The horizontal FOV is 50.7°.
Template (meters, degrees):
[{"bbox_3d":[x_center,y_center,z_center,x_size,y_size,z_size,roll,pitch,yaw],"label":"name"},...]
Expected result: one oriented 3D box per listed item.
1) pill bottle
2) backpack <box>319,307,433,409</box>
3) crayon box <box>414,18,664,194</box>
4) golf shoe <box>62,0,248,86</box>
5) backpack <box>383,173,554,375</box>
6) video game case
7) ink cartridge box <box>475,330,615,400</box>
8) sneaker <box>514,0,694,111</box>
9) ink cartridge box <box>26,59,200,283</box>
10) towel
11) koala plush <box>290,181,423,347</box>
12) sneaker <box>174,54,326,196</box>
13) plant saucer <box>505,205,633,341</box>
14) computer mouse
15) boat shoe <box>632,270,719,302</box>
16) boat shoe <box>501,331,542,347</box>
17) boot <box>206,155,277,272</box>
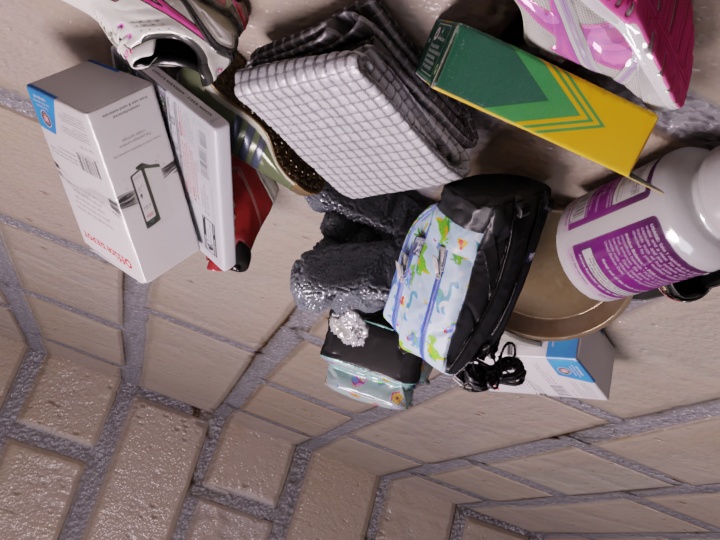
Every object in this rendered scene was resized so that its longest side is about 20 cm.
[{"bbox_3d":[0.285,-0.046,0.707,0.110,0.115,0.199,26,156,-19],"label":"pill bottle"},{"bbox_3d":[0.035,0.137,1.225,0.172,0.157,0.200,12,-176,16],"label":"backpack"},{"bbox_3d":[0.146,-0.136,0.605,0.196,0.052,0.126,23,-163,-10],"label":"crayon box"},{"bbox_3d":[-0.205,-0.233,0.682,0.195,0.094,0.073,19,159,2],"label":"golf shoe"},{"bbox_3d":[0.107,0.006,0.791,0.151,0.205,0.162,14,-160,31],"label":"backpack"},{"bbox_3d":[-0.203,-0.122,0.839,0.181,0.023,0.203,38,144,25],"label":"video game case"},{"bbox_3d":[0.259,0.123,1.134,0.196,0.088,0.146,0,151,38],"label":"ink cartridge box"},{"bbox_3d":[0.166,-0.186,0.541,0.199,0.083,0.087,38,155,-27],"label":"sneaker"},{"bbox_3d":[-0.268,-0.109,0.836,0.144,0.084,0.204,26,138,39],"label":"ink cartridge box"},{"bbox_3d":[-0.002,-0.155,0.720,0.163,0.087,0.199,-1,152,41],"label":"towel"},{"bbox_3d":[0.000,0.000,0.956,0.179,0.182,0.201,9,154,-6],"label":"koala plush"},{"bbox_3d":[-0.124,-0.155,0.831,0.088,0.068,0.200,-2,145,41],"label":"sneaker"},{"bbox_3d":[0.220,0.003,0.887,0.195,0.030,0.203,8,132,9],"label":"plant saucer"},{"bbox_3d":[0.129,0.057,0.953,0.052,0.204,0.137,-30,161,36],"label":"computer mouse"},{"bbox_3d":[0.345,-0.001,0.830,0.072,0.064,0.201,20,158,-11],"label":"boat shoe"},{"bbox_3d":[0.161,0.052,1.037,0.195,0.063,0.075,19,168,2],"label":"boat shoe"},{"bbox_3d":[-0.169,-0.085,0.916,0.071,0.147,0.201,8,155,22],"label":"boot"}]
